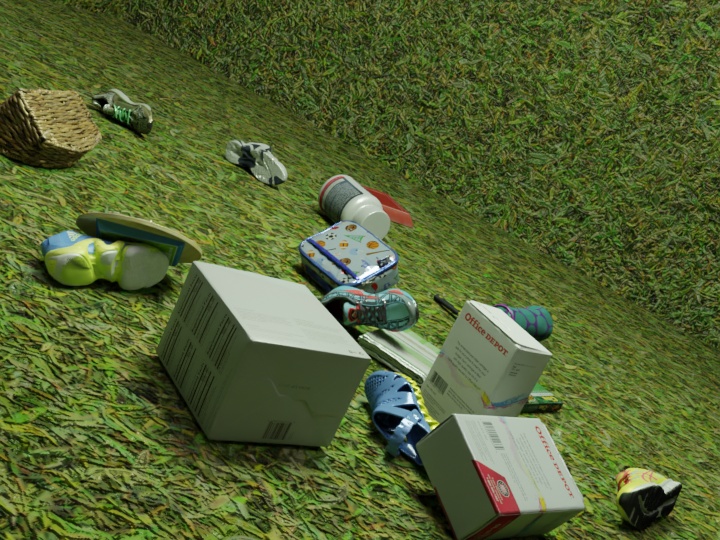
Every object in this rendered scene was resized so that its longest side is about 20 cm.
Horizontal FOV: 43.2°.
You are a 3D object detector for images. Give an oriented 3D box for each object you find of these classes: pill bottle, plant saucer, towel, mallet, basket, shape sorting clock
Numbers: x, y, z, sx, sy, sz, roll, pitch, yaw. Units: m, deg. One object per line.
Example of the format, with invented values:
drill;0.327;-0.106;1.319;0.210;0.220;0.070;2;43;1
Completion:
pill bottle;-0.014;-0.151;2.300;0.119;0.120;0.200;14;20;-38
plant saucer;0.048;-0.207;2.740;0.199;0.037;0.200;17;17;-32
towel;0.090;0.154;1.663;0.149;0.031;0.200;34;14;18
mallet;0.235;0.104;2.041;0.066;0.041;0.200;15;15;-31
basket;-0.619;-0.254;1.760;0.143;0.148;0.200;61;18;0
shape sorting clock;-0.345;-0.052;1.427;0.199;0.039;0.200;8;-15;2

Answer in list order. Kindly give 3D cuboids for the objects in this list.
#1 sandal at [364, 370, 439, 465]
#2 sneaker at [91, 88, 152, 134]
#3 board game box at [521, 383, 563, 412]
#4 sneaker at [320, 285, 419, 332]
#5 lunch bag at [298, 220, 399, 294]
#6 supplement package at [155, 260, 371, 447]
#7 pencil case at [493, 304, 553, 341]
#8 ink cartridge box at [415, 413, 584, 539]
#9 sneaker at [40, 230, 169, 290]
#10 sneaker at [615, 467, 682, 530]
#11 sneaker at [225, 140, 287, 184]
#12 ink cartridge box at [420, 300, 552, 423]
sandal;0.052;0.210;1.323;0.087;0.080;0.200;11;20;-32
sneaker;-0.593;-0.389;2.254;0.199;0.077;0.088;30;28;31
board game box;0.296;0.232;1.740;0.199;0.024;0.105;9;21;-47
sneaker;0.009;0.078;1.631;0.199;0.080;0.095;2;14;33
lunch bag;-0.024;-0.014;1.831;0.160;0.076;0.200;-26;43;-26
supplement package;-0.132;0.112;1.199;0.190;0.148;0.200;14;20;-38
pencil case;0.361;0.121;2.090;0.199;0.085;0.093;6;41;-52
ink cartridge box;0.191;0.278;1.226;0.199;0.083;0.146;12;43;-44
sneaker;-0.388;-0.026;1.370;0.105;0.076;0.199;37;19;35
sneaker;0.450;0.364;1.488;0.090;0.079;0.200;27;7;36
sneaker;-0.253;-0.293;2.445;0.198;0.080;0.129;22;21;25
ink cartridge box;0.189;0.171;1.431;0.084;0.201;0.145;13;20;-37
